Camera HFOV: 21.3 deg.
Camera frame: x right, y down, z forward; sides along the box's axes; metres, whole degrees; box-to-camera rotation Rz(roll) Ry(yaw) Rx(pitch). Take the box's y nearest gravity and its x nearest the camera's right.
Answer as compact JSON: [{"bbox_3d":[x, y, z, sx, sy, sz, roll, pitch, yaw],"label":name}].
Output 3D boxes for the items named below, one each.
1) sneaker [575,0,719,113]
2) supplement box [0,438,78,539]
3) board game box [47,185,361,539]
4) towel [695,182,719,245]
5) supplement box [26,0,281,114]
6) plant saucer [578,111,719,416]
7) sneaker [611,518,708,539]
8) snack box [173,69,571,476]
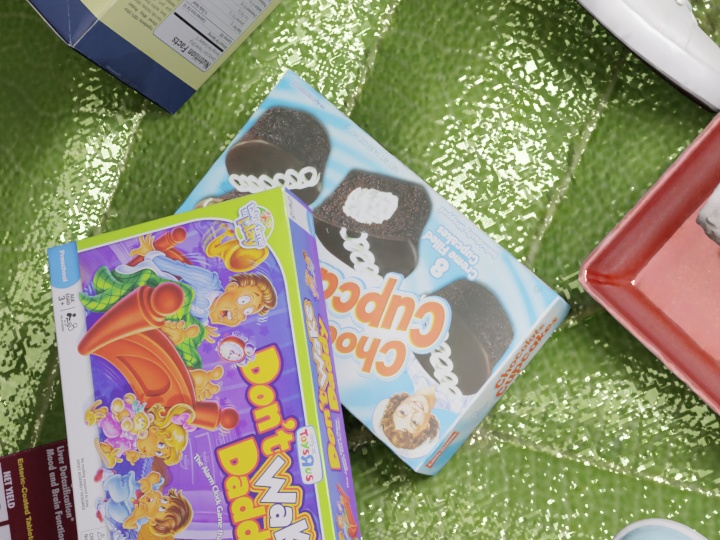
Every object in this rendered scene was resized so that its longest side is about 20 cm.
[{"bbox_3d":[0.133,-0.171,0.969,0.085,0.073,0.200,-43,82,10],"label":"sneaker"},{"bbox_3d":[-0.105,0.135,1.007,0.198,0.061,0.110,-16,74,14],"label":"supplement box"},{"bbox_3d":[-0.078,0.072,0.955,0.133,0.045,0.202,-14,72,15],"label":"board game box"},{"bbox_3d":[0.271,-0.051,0.894,0.200,0.034,0.133,-46,69,5],"label":"towel"},{"bbox_3d":[-0.120,-0.235,1.046,0.200,0.134,0.200,-46,69,5],"label":"supplement box"},{"bbox_3d":[0.242,-0.002,0.930,0.200,0.037,0.200,-47,69,4],"label":"plant saucer"},{"bbox_3d":[0.147,0.199,0.802,0.079,0.130,0.202,-24,75,13],"label":"sneaker"},{"bbox_3d":[0.000,0.000,1.011,0.200,0.037,0.116,41,94,21],"label":"snack box"}]
